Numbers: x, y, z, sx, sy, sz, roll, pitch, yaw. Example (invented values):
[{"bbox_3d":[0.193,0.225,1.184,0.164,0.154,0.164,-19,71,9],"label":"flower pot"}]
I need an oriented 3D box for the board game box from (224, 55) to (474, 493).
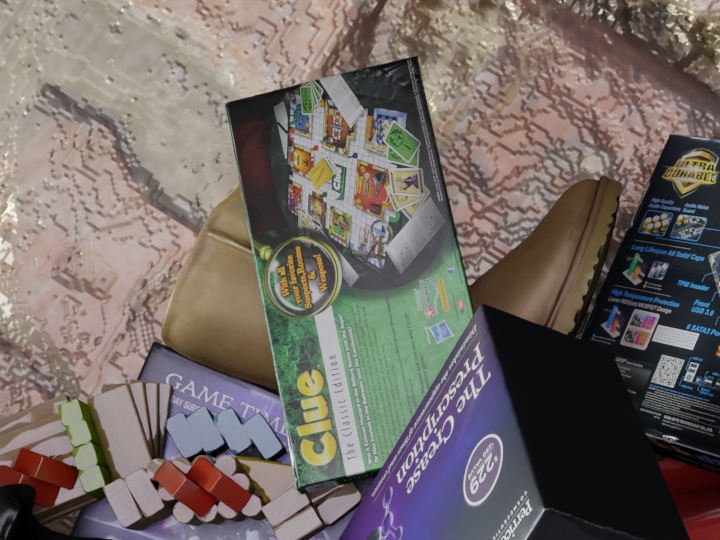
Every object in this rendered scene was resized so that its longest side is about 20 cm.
[{"bbox_3d":[0.000,0.000,0.765,0.104,0.023,0.202,-12,74,2],"label":"board game box"}]

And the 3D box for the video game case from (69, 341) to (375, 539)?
[{"bbox_3d":[-0.082,0.156,0.798,0.142,0.019,0.202,22,79,6],"label":"video game case"}]

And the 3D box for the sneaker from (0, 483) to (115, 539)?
[{"bbox_3d":[-0.125,0.177,0.729,0.200,0.074,0.088,41,101,-3],"label":"sneaker"}]

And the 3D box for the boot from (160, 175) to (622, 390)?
[{"bbox_3d":[0.019,-0.003,0.803,0.198,0.066,0.176,23,75,10],"label":"boot"}]

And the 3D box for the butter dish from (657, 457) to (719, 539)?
[{"bbox_3d":[0.159,0.188,0.718,0.197,0.148,0.202,-17,79,-1],"label":"butter dish"}]

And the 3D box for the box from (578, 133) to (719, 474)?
[{"bbox_3d":[0.201,0.021,0.736,0.046,0.199,0.160,32,78,-36],"label":"box"}]

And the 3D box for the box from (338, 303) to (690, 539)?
[{"bbox_3d":[0.048,0.140,0.676,0.078,0.142,0.201,18,117,-21],"label":"box"}]

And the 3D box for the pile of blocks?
[{"bbox_3d":[-0.096,0.094,0.770,0.197,0.062,0.083,4,79,2],"label":"pile of blocks"}]
